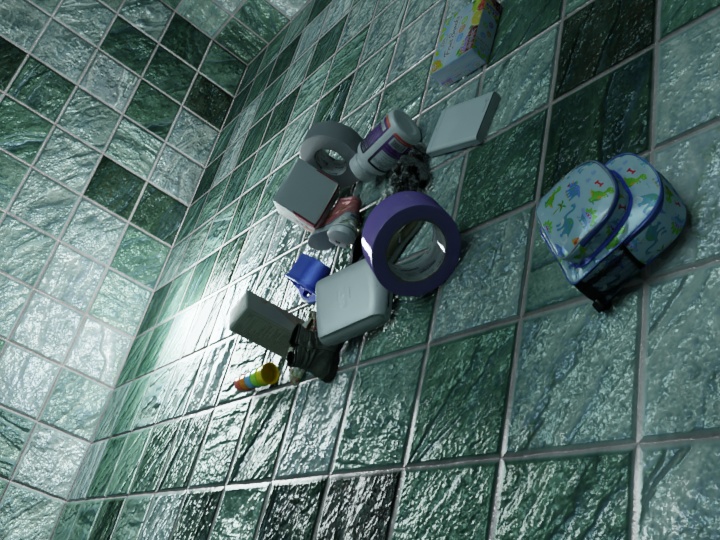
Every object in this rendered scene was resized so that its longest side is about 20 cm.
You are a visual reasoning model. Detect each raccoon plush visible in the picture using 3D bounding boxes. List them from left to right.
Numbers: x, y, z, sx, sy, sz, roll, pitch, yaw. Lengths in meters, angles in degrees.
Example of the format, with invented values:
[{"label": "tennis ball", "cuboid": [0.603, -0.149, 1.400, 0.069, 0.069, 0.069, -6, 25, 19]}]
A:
[{"label": "raccoon plush", "cuboid": [0.118, -0.221, 1.837, 0.135, 0.096, 0.200, -55, -6, 38]}]

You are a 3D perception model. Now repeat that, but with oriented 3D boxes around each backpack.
[{"label": "backpack", "cuboid": [0.381, -0.079, 1.117, 0.200, 0.146, 0.185, -43, 33, 23]}]

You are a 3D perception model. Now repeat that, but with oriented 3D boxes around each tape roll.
[{"label": "tape roll", "cuboid": [-0.077, -0.338, 2.122, 0.199, 0.199, 0.067, -25, 34, 48]}, {"label": "tape roll", "cuboid": [0.105, -0.056, 1.518, 0.202, 0.198, 0.085, -53, 26, 10]}]

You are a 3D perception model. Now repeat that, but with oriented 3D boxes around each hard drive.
[{"label": "hard drive", "cuboid": [0.246, -0.353, 1.767, 0.199, 0.026, 0.134, -3, 61, 59]}]

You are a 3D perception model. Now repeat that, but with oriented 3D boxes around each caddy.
[{"label": "caddy", "cuboid": [-0.117, 0.039, 1.881, 0.106, 0.141, 0.199, -56, 25, -6]}]

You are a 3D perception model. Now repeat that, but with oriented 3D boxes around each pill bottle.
[{"label": "pill bottle", "cuboid": [0.061, -0.332, 1.976, 0.199, 0.110, 0.113, -40, 32, 33]}]

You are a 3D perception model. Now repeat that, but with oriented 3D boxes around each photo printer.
[{"label": "photo printer", "cuboid": [-0.012, 0.069, 1.692, 0.197, 0.069, 0.170, -24, 53, 29]}]

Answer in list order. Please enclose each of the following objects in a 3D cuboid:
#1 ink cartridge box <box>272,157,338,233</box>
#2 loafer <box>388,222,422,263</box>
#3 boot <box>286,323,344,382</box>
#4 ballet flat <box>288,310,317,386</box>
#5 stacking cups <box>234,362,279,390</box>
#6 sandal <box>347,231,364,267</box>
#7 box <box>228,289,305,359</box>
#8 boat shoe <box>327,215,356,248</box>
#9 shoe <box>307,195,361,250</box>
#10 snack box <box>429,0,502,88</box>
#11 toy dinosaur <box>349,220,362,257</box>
[{"label": "ink cartridge box", "cuboid": [-0.156, -0.211, 2.123, 0.147, 0.143, 0.200, -60, -1, -5]}, {"label": "loafer", "cuboid": [0.087, -0.100, 1.739, 0.202, 0.069, 0.075, -58, 26, 3]}, {"label": "boot", "cuboid": [-0.102, 0.157, 1.743, 0.067, 0.129, 0.204, -27, 41, 45]}, {"label": "ballet flat", "cuboid": [-0.147, 0.192, 1.862, 0.075, 0.063, 0.203, 8, 70, 61]}, {"label": "stacking cups", "cuboid": [-0.298, 0.298, 2.022, 0.198, 0.060, 0.062, -21, 44, 51]}, {"label": "sandal", "cuboid": [0.000, 0.001, 1.797, 0.043, 0.075, 0.204, 24, 94, 56]}, {"label": "box", "cuboid": [-0.243, 0.147, 1.922, 0.095, 0.198, 0.079, -45, 29, 24]}, {"label": "boat shoe", "cuboid": [-0.038, -0.101, 1.808, 0.200, 0.071, 0.067, 101, -168, -83]}, {"label": "shoe", "cuboid": [-0.070, -0.134, 2.060, 0.198, 0.071, 0.092, -31, 33, 40]}, {"label": "snack box", "cuboid": [0.278, -0.608, 1.925, 0.167, 0.067, 0.204, -18, 47, 53]}, {"label": "toy dinosaur", "cuboid": [-0.008, -0.064, 1.909, 0.201, 0.057, 0.103, -100, 32, -62]}]
